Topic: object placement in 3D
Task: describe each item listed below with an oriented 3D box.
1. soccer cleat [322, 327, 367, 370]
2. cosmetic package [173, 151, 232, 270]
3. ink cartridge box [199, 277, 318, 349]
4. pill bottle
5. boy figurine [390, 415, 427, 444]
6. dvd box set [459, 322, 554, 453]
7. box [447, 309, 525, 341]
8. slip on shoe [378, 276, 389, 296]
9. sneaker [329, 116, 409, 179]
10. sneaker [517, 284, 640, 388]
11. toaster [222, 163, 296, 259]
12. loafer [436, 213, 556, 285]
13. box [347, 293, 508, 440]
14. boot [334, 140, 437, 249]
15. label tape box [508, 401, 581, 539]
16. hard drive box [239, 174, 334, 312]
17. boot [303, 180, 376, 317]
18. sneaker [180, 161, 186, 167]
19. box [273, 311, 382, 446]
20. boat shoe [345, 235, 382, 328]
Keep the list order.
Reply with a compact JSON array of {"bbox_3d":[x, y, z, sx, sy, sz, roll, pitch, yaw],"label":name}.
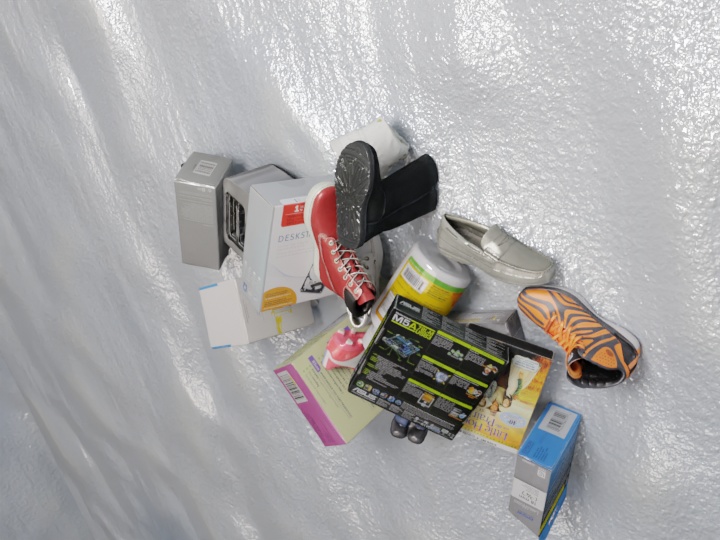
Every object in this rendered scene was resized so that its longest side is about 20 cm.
[{"bbox_3d":[0.019,0.146,1.222,0.077,0.199,0.067,-58,46,26],"label":"soccer cleat"},{"bbox_3d":[-0.296,-0.112,1.299,0.089,0.107,0.201,12,129,1],"label":"cosmetic package"},{"bbox_3d":[-0.196,0.070,1.353,0.128,0.199,0.127,-13,90,43],"label":"ink cartridge box"},{"bbox_3d":[0.086,0.060,1.122,0.111,0.111,0.201,38,114,14],"label":"pill bottle"},{"bbox_3d":[0.111,0.214,1.195,0.123,0.065,0.201,18,125,8],"label":"boy figurine"},{"bbox_3d":[0.218,0.196,1.112,0.145,0.029,0.202,19,120,13],"label":"dvd box set"},{"bbox_3d":[0.195,0.149,1.173,0.199,0.048,0.160,-4,114,40],"label":"box"},{"bbox_3d":[0.007,0.033,1.242,0.199,0.074,0.061,33,136,13],"label":"slip on shoe"},{"bbox_3d":[0.036,-0.159,1.093,0.074,0.115,0.200,64,-178,36],"label":"sneaker"},{"bbox_3d":[0.311,0.098,1.000,0.199,0.112,0.078,29,131,22],"label":"sneaker"},{"bbox_3d":[-0.158,-0.086,1.241,0.181,0.118,0.201,39,136,34],"label":"toaster"},{"bbox_3d":[0.204,-0.034,1.037,0.199,0.070,0.070,21,136,29],"label":"loafer"},{"bbox_3d":[0.104,0.159,1.079,0.198,0.048,0.194,25,119,-3],"label":"box"},{"bbox_3d":[0.050,-0.135,1.009,0.065,0.199,0.166,34,132,31],"label":"boot"},{"bbox_3d":[0.307,0.347,1.136,0.063,0.144,0.202,19,127,29],"label":"label tape box"},{"bbox_3d":[-0.109,-0.046,1.120,0.077,0.155,0.202,43,134,40],"label":"hard drive box"},{"bbox_3d":[-0.022,-0.028,1.039,0.144,0.072,0.201,46,152,42],"label":"boot"},{"bbox_3d":[-0.339,-0.166,1.405,0.112,0.073,0.200,51,128,6],"label":"sneaker"},{"bbox_3d":[-0.028,0.194,1.267,0.177,0.200,0.097,55,148,-4],"label":"box"},{"bbox_3d":[0.000,0.000,1.159,0.070,0.069,0.202,-4,97,15],"label":"boat shoe"}]
